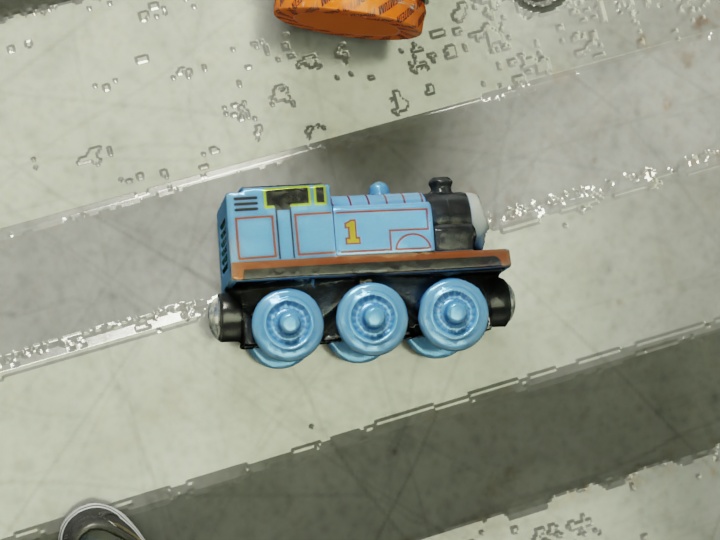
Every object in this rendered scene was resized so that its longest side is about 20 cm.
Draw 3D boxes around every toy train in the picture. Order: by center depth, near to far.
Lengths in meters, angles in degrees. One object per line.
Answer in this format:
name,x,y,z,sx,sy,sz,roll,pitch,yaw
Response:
toy train,0.000,0.000,1.181,0.198,0.087,0.115,-4,84,-9

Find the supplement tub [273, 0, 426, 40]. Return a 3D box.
supplement tub,0.004,-0.253,1.165,0.121,0.123,0.202,7,87,-9

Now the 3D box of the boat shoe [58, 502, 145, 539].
boat shoe,-0.119,0.231,1.163,0.070,0.066,0.201,-34,94,-8
